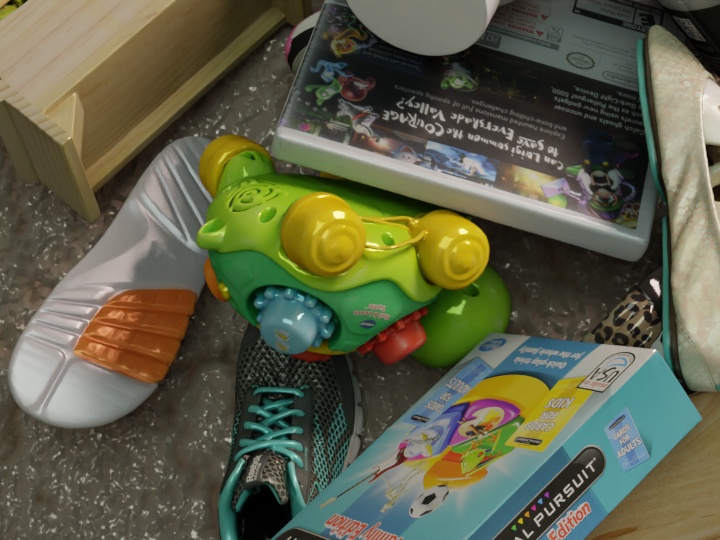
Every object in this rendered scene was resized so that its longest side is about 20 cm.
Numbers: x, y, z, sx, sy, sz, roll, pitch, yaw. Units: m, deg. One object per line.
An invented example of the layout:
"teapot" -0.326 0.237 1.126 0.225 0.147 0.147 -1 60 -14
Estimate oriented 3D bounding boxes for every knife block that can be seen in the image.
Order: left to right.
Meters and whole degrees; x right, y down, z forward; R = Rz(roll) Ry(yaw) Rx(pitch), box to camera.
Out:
"knife block" 0.175 0.083 0.810 0.200 0.064 0.176 24 103 25

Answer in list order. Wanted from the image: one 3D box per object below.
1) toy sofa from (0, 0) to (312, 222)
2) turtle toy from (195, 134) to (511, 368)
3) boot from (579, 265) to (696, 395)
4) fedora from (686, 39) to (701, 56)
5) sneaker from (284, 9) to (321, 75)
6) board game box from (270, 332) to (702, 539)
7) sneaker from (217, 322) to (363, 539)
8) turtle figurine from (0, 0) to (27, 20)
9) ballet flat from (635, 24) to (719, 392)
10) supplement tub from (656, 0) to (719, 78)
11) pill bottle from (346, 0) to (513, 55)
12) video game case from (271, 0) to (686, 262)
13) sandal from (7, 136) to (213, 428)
"toy sofa" -0.128 -0.134 0.934 0.098 0.083 0.200 37 69 22
"turtle toy" 0.000 0.000 0.866 0.200 0.146 0.101 8 106 -31
"boot" 0.221 0.051 0.879 0.200 0.073 0.151 -42 76 3
"fedora" 0.194 -0.230 0.943 0.200 0.092 0.201 -1 75 5
"sneaker" 0.052 -0.103 0.933 0.200 0.074 0.088 8 70 3
"board game box" 0.046 0.113 0.779 0.200 0.151 0.047 -41 107 -20
"sneaker" -0.042 0.108 0.877 0.078 0.091 0.200 -3 74 8
"turtle figurine" -0.230 -0.162 0.982 0.161 0.064 0.200 19 69 2
"ballet flat" 0.178 -0.035 0.797 0.062 0.067 0.200 -10 67 21
"supplement tub" 0.245 -0.138 0.858 0.123 0.123 0.200 -50 118 -8
"pill bottle" 0.063 -0.212 0.860 0.112 0.112 0.200 19 56 10
"video game case" 0.071 -0.105 0.871 0.200 0.023 0.182 17 54 2
"sandal" -0.130 0.013 0.934 0.079 0.059 0.207 33 59 -4
